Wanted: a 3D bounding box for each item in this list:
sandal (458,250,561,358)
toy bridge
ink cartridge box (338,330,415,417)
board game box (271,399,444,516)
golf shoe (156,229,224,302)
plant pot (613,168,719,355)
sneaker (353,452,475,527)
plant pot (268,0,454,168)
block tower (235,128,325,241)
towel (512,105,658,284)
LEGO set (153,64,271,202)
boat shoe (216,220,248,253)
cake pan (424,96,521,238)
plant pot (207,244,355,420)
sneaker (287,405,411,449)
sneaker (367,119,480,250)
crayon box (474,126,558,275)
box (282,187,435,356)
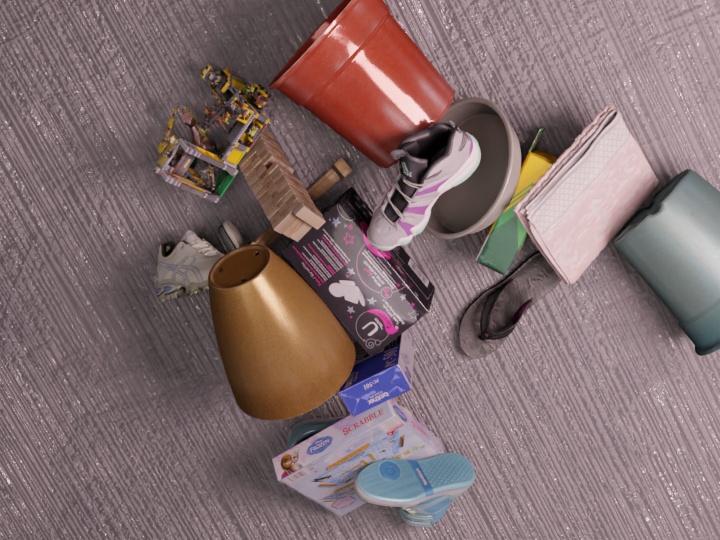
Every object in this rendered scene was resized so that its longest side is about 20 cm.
[{"bbox_3d":[0.217,0.051,1.575,0.075,0.048,0.201,41,103,-4],"label":"sandal"},{"bbox_3d":[-0.096,-0.086,1.559,0.200,0.067,0.027,-44,97,-8],"label":"toy bridge"},{"bbox_3d":[0.027,0.138,1.536,0.094,0.200,0.044,-26,101,11],"label":"ink cartridge box"},{"bbox_3d":[0.002,0.281,1.590,0.199,0.041,0.200,-30,143,11],"label":"board game box"},{"bbox_3d":[-0.238,-0.013,1.559,0.199,0.078,0.098,-11,90,41],"label":"golf shoe"},{"bbox_3d":[0.469,-0.021,1.469,0.196,0.200,0.200,44,103,2],"label":"plant pot"},{"bbox_3d":[0.067,0.344,1.602,0.199,0.080,0.131,0,137,-27],"label":"sneaker"},{"bbox_3d":[0.011,-0.257,1.461,0.195,0.201,0.201,43,103,-13],"label":"plant pot"},{"bbox_3d":[-0.122,-0.126,1.503,0.058,0.054,0.200,-44,51,14],"label":"block tower"},{"bbox_3d":[0.316,-0.099,1.462,0.200,0.032,0.191,-48,136,-2],"label":"towel"},{"bbox_3d":[-0.230,-0.201,1.500,0.200,0.116,0.154,-46,51,18],"label":"LEGO set"},{"bbox_3d":[-0.173,0.023,1.596,0.061,0.073,0.201,-25,104,7],"label":"boat shoe"},{"bbox_3d":[0.147,-0.140,1.483,0.037,0.200,0.201,14,108,-39],"label":"cake pan"},{"bbox_3d":[-0.125,0.069,1.463,0.185,0.187,0.201,-17,125,9],"label":"plant pot"},{"bbox_3d":[-0.017,0.258,1.629,0.199,0.082,0.074,-14,102,9],"label":"sneaker"},{"bbox_3d":[0.062,-0.120,1.401,0.078,0.140,0.200,43,97,26],"label":"sneaker"},{"bbox_3d":[0.232,-0.099,1.497,0.051,0.126,0.201,26,104,8],"label":"crayon box"},{"bbox_3d":[0.000,0.000,1.543,0.115,0.132,0.200,-38,97,16],"label":"box"}]
